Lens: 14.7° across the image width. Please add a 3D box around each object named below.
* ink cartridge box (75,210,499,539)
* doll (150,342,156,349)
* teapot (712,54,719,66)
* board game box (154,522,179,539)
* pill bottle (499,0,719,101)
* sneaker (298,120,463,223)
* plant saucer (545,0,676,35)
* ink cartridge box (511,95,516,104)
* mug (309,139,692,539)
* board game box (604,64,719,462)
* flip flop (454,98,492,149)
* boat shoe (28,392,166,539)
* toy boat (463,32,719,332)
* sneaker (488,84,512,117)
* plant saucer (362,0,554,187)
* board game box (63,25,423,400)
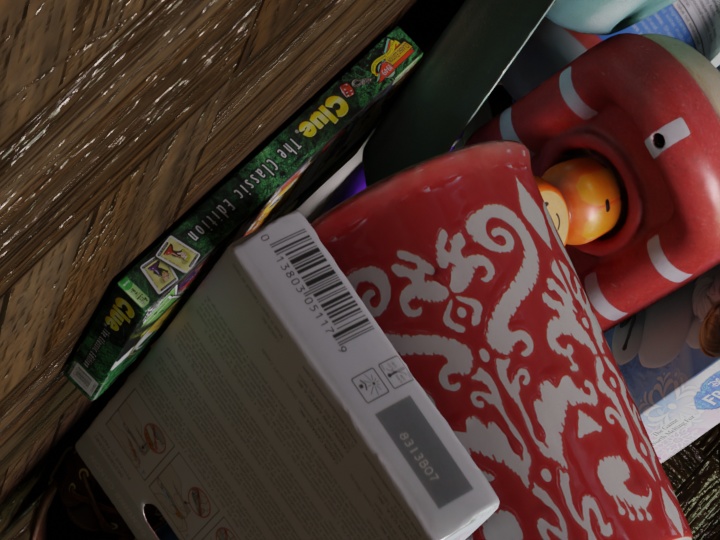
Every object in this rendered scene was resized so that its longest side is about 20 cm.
[{"bbox_3d":[-0.038,0.091,1.279,0.057,0.163,0.200,-28,167,-34],"label":"ink cartridge box"},{"bbox_3d":[-0.017,0.032,1.427,0.200,0.049,0.137,3,133,-30],"label":"doll"},{"bbox_3d":[0.256,-0.215,1.885,0.200,0.146,0.197,-27,153,10],"label":"teapot"},{"bbox_3d":[-0.064,0.136,1.506,0.158,0.039,0.200,-37,-176,25],"label":"board game box"},{"bbox_3d":[0.170,-0.169,1.577,0.200,0.112,0.112,-46,176,-17],"label":"pill bottle"},{"bbox_3d":[0.000,0.000,1.513,0.200,0.100,0.070,-46,176,1],"label":"sneaker"},{"bbox_3d":[0.183,-0.171,1.397,0.200,0.027,0.200,-32,178,-1],"label":"plant saucer"},{"bbox_3d":[0.155,-0.099,1.697,0.041,0.200,0.200,1,-156,29],"label":"ink cartridge box"},{"bbox_3d":[0.052,0.068,1.304,0.133,0.200,0.178,-16,162,-37],"label":"mug"},{"bbox_3d":[0.179,-0.004,1.520,0.199,0.043,0.200,-42,-147,41],"label":"board game box"},{"bbox_3d":[0.069,-0.022,1.624,0.081,0.058,0.200,-30,131,-24],"label":"flip flop"},{"bbox_3d":[-0.131,0.118,1.528,0.070,0.070,0.200,-46,176,-30],"label":"boat shoe"},{"bbox_3d":[0.110,-0.036,1.440,0.131,0.131,0.200,-24,173,-42],"label":"toy boat"},{"bbox_3d":[0.048,-0.041,1.689,0.200,0.071,0.083,-40,138,-20],"label":"sneaker"},{"bbox_3d":[0.056,-0.107,1.372,0.200,0.036,0.200,-55,180,0],"label":"plant saucer"},{"bbox_3d":[-0.053,-0.027,1.287,0.200,0.023,0.105,-44,178,-30],"label":"board game box"}]
